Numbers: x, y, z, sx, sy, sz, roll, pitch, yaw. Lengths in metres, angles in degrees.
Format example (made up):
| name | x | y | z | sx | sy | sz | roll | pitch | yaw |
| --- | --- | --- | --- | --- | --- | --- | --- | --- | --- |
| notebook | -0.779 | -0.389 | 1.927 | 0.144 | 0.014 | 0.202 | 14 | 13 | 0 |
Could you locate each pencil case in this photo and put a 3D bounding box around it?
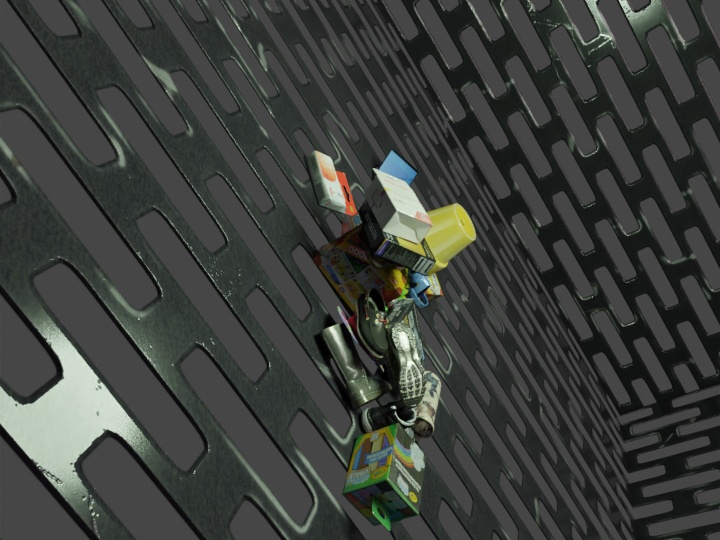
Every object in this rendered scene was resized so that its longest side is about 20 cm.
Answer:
| name | x | y | z | sx | sy | sz | roll | pitch | yaw |
| --- | --- | --- | --- | --- | --- | --- | --- | --- | --- |
| pencil case | 0.172 | 0.363 | 1.628 | 0.077 | 0.090 | 0.200 | 28 | 33 | -3 |

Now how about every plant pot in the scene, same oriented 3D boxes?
| name | x | y | z | sx | sy | sz | roll | pitch | yaw |
| --- | --- | --- | --- | --- | --- | --- | --- | --- | --- |
| plant pot | 0.252 | -0.113 | 1.897 | 0.201 | 0.188 | 0.202 | 40 | 35 | -35 |

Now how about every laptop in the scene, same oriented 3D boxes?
| name | x | y | z | sx | sy | sz | roll | pitch | yaw |
| --- | --- | --- | --- | --- | --- | --- | --- | --- | --- |
| laptop | 0.136 | -0.292 | 2.114 | 0.177 | 0.103 | 0.201 | 31 | 41 | -44 |

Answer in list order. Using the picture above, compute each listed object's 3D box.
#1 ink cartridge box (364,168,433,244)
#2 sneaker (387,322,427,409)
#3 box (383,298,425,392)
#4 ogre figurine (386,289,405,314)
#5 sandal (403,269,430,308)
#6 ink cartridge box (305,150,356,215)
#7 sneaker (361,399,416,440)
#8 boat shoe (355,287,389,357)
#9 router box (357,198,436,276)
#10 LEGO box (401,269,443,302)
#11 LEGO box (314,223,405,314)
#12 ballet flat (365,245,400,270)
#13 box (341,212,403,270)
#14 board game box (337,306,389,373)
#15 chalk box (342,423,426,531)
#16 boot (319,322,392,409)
| name | x | y | z | sx | sy | sz | roll | pitch | yaw |
| --- | --- | --- | --- | --- | --- | --- | --- | --- | --- |
| ink cartridge box | 0.085 | -0.161 | 1.474 | 0.116 | 0.068 | 0.201 | 18 | 31 | -31 |
| sneaker | 0.102 | 0.232 | 1.439 | 0.076 | 0.089 | 0.202 | -1 | 71 | -22 |
| box | 0.113 | 0.199 | 1.601 | 0.158 | 0.049 | 0.202 | -47 | 131 | -53 |
| ogre figurine | 0.079 | 0.097 | 1.680 | 0.119 | 0.098 | 0.201 | 26 | 40 | -40 |
| sandal | 0.176 | 0.033 | 1.808 | 0.079 | 0.087 | 0.202 | -10 | 113 | -53 |
| ink cartridge box | -0.069 | -0.254 | 1.787 | 0.199 | 0.050 | 0.164 | 8 | 59 | -54 |
| sneaker | 0.099 | 0.374 | 1.451 | 0.200 | 0.113 | 0.076 | 36 | 38 | -41 |
| boat shoe | 0.033 | 0.122 | 1.448 | 0.073 | 0.063 | 0.202 | 31 | 29 | -30 |
| router box | 0.088 | -0.087 | 1.490 | 0.156 | 0.052 | 0.201 | 21 | 28 | -28 |
| LEGO box | 0.175 | 0.000 | 1.950 | 0.148 | 0.077 | 0.202 | 7 | 60 | -57 |
| LEGO box | 0.000 | 0.000 | 1.558 | 0.201 | 0.148 | 0.077 | 53 | 29 | -17 |
| ballet flat | 0.077 | -0.036 | 1.492 | 0.199 | 0.046 | 0.068 | 4 | 61 | -57 |
| box | 0.042 | -0.077 | 1.766 | 0.200 | 0.102 | 0.095 | 43 | 33 | -34 |
| board game box | 0.014 | 0.160 | 1.495 | 0.200 | 0.039 | 0.158 | 53 | 3 | -33 |
| chalk box | 0.051 | 0.457 | 1.288 | 0.125 | 0.123 | 0.201 | 52 | 30 | -20 |
| boot | -0.012 | 0.224 | 1.458 | 0.201 | 0.072 | 0.182 | 60 | 19 | 15 |
